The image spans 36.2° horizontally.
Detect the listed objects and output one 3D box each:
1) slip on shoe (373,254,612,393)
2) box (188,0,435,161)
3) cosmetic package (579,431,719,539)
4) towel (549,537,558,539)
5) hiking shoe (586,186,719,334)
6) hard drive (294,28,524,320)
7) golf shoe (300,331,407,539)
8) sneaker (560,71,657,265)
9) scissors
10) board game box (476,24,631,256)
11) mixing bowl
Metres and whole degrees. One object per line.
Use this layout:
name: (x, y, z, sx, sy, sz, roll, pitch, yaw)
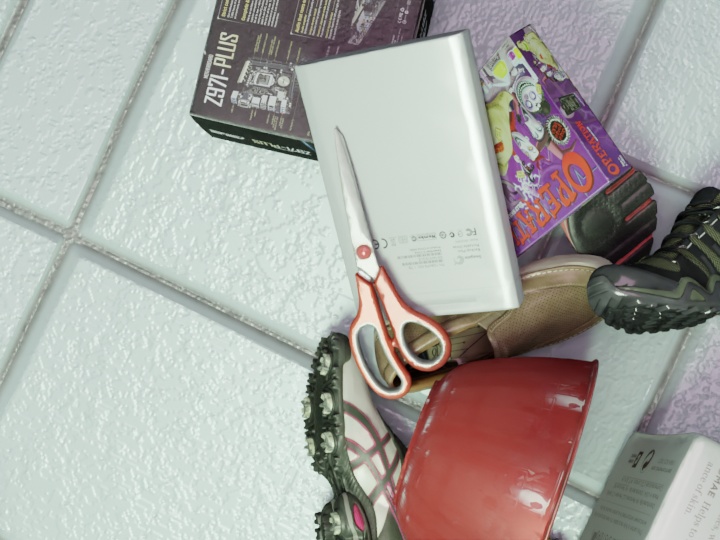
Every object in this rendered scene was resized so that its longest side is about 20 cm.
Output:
slip on shoe: (0.107, 0.045, 0.850, 0.198, 0.061, 0.076, -13, 124, 6)
box: (-0.030, -0.193, 0.882, 0.162, 0.086, 0.202, 12, 87, 6)
cosmetic package: (0.264, 0.232, 0.774, 0.199, 0.165, 0.166, 28, 83, 2)
towel: (0.099, 0.311, 0.866, 0.199, 0.023, 0.145, -24, 85, 3)
hiking shoe: (0.250, -0.010, 0.835, 0.198, 0.076, 0.102, -2, 73, -25)
hard drive: (0.037, -0.064, 0.805, 0.131, 0.027, 0.202, -6, 109, 26)
golf shoe: (0.004, 0.148, 0.872, 0.087, 0.077, 0.202, -4, 82, -21)
sneaker: (0.167, -0.085, 0.867, 0.073, 0.087, 0.201, -33, 108, 3)
scissors: (0.000, 0.000, 0.813, 0.073, 0.014, 0.201, -25, 100, 15)
board game box: (0.105, -0.077, 0.812, 0.032, 0.200, 0.120, -35, 84, -28)
mixing bowl: (0.089, 0.142, 0.792, 0.108, 0.200, 0.202, 19, 88, 9)
